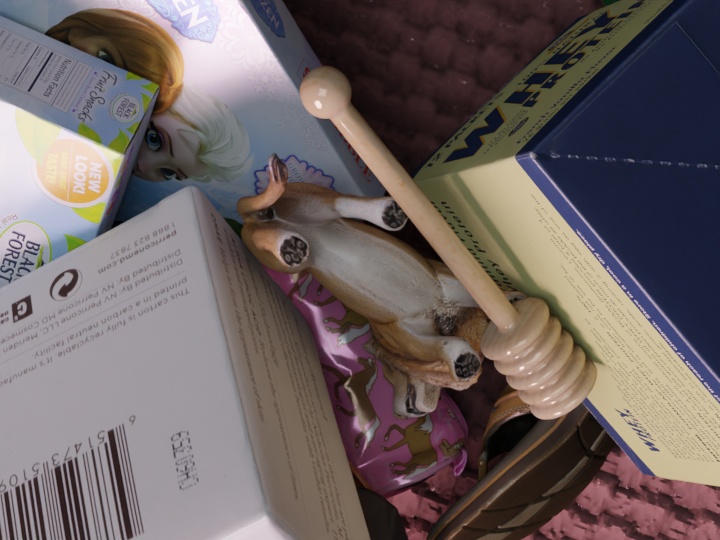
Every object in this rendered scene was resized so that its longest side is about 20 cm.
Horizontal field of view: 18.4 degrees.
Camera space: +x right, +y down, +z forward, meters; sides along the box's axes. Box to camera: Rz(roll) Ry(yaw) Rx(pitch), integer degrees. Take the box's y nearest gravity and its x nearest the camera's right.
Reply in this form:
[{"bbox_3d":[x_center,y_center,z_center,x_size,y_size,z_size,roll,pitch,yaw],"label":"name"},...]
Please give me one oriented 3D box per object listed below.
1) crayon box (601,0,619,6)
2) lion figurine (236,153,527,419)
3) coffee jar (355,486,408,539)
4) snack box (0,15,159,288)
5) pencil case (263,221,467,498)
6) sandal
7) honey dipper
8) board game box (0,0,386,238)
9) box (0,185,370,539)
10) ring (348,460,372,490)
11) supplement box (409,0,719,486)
[{"bbox_3d":[0.212,-0.130,1.086,0.200,0.051,0.127,-29,101,38],"label":"crayon box"},{"bbox_3d":[0.000,0.000,1.064,0.200,0.122,0.073,44,78,-29],"label":"lion figurine"},{"bbox_3d":[-0.073,0.161,1.130,0.199,0.104,0.086,-7,108,35],"label":"coffee jar"},{"bbox_3d":[-0.217,-0.051,1.079,0.199,0.068,0.169,22,129,-3],"label":"snack box"},{"bbox_3d":[-0.015,0.029,1.187,0.086,0.083,0.201,-25,88,40],"label":"pencil case"},{"bbox_3d":[0.102,0.072,1.166,0.055,0.082,0.200,40,95,30],"label":"sandal"},{"bbox_3d":[0.036,-0.012,0.993,0.038,0.038,0.200,-35,114,13],"label":"honey dipper"},{"bbox_3d":[-0.119,-0.082,1.100,0.199,0.041,0.200,-21,118,26],"label":"board game box"},{"bbox_3d":[-0.114,0.105,1.023,0.198,0.131,0.201,-26,48,10],"label":"box"},{"bbox_3d":[-0.059,0.165,1.199,0.199,0.019,0.202,13,114,30],"label":"ring"},{"bbox_3d":[0.152,-0.016,1.025,0.134,0.200,0.200,-43,98,-12],"label":"supplement box"}]
